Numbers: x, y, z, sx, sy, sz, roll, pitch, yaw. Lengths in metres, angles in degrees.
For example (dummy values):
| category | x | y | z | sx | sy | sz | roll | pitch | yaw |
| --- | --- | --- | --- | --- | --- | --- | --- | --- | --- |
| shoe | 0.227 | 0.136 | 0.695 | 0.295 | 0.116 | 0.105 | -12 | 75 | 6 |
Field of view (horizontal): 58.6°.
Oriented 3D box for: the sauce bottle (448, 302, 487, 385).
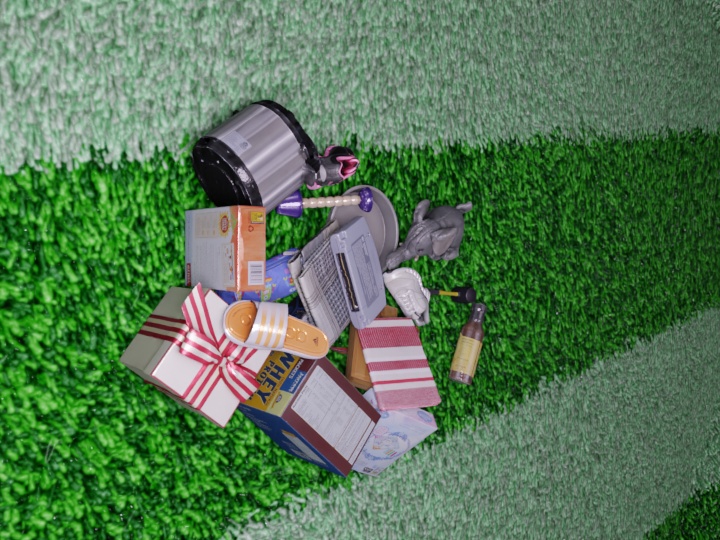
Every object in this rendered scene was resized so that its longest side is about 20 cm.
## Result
| category | x | y | z | sx | sy | sz | roll | pitch | yaw |
| --- | --- | --- | --- | --- | --- | --- | --- | --- | --- |
| sauce bottle | 0.277 | 0.184 | 1.623 | 0.064 | 0.064 | 0.204 | 29 | 73 | -37 |

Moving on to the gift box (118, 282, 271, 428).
| category | x | y | z | sx | sy | sz | roll | pitch | yaw |
| --- | --- | --- | --- | --- | --- | --- | --- | --- | --- |
| gift box | -0.268 | 0.124 | 1.079 | 0.184 | 0.185 | 0.203 | 40 | 68 | -33 |

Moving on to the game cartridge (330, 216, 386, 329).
| category | x | y | z | sx | sy | sz | roll | pitch | yaw |
| --- | --- | --- | --- | --- | --- | --- | --- | --- | --- |
| game cartridge | 0.000 | 0.000 | 1.316 | 0.133 | 0.040 | 0.204 | -39 | 119 | -55 |

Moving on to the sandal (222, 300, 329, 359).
| category | x | y | z | sx | sy | sz | roll | pitch | yaw |
| --- | --- | --- | --- | --- | --- | --- | --- | --- | --- |
| sandal | -0.126 | 0.091 | 1.056 | 0.204 | 0.059 | 0.081 | 18 | 57 | -33 |

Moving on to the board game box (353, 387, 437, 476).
| category | x | y | z | sx | sy | sz | roll | pitch | yaw |
| --- | --- | --- | --- | --- | --- | --- | --- | --- | --- |
| board game box | 0.027 | 0.345 | 1.351 | 0.198 | 0.199 | 0.044 | 30 | 29 | -37 |

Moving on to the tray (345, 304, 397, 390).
| category | x | y | z | sx | sy | sz | roll | pitch | yaw |
| --- | --- | --- | --- | --- | --- | --- | --- | --- | --- |
| tray | 0.025 | 0.154 | 1.346 | 0.097 | 0.037 | 0.203 | 20 | 47 | -17 |

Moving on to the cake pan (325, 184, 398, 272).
| category | x | y | z | sx | sy | sz | roll | pitch | yaw |
| --- | --- | --- | --- | --- | --- | --- | --- | --- | --- |
| cake pan | 0.001 | -0.082 | 1.394 | 0.197 | 0.036 | 0.205 | -2 | 93 | -40 |

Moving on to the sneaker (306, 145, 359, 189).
| category | x | y | z | sx | sy | sz | roll | pitch | yaw |
| --- | --- | --- | --- | --- | --- | --- | --- | --- | --- |
| sneaker | -0.038 | -0.209 | 1.287 | 0.200 | 0.093 | 0.081 | -47 | 129 | -62 |

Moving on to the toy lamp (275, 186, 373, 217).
| category | x | y | z | sx | sy | sz | roll | pitch | yaw |
| --- | --- | --- | --- | --- | --- | --- | --- | --- | --- |
| toy lamp | -0.075 | -0.137 | 1.290 | 0.196 | 0.058 | 0.060 | -4 | 95 | -22 |

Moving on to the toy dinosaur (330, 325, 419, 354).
| category | x | y | z | sx | sy | sz | roll | pitch | yaw |
| --- | --- | --- | --- | --- | --- | --- | --- | --- | --- |
| toy dinosaur | 0.056 | 0.163 | 1.423 | 0.200 | 0.104 | 0.183 | 48 | 46 | -21 |

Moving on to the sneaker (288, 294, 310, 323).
| category | x | y | z | sx | sy | sz | roll | pitch | yaw |
| --- | --- | --- | --- | --- | --- | --- | --- | --- | --- |
| sneaker | -0.097 | 0.081 | 1.288 | 0.078 | 0.075 | 0.201 | 55 | 54 | -31 |

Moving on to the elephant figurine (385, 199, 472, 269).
| category | x | y | z | sx | sy | sz | roll | pitch | yaw |
| --- | --- | --- | --- | --- | --- | --- | --- | --- | --- |
| elephant figurine | 0.154 | -0.080 | 1.425 | 0.199 | 0.139 | 0.159 | -3 | 96 | -64 |

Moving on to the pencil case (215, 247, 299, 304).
| category | x | y | z | sx | sy | sz | roll | pitch | yaw |
| --- | --- | --- | --- | --- | --- | --- | --- | --- | --- |
| pencil case | -0.179 | 0.020 | 1.218 | 0.198 | 0.078 | 0.088 | -25 | 136 | -37 |

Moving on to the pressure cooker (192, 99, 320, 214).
| category | x | y | z | sx | sy | sz | roll | pitch | yaw |
| --- | --- | --- | --- | --- | --- | --- | --- | --- | --- |
| pressure cooker | -0.176 | -0.201 | 1.148 | 0.200 | 0.177 | 0.178 | -44 | 115 | -29 |

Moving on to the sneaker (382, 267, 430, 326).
| category | x | y | z | sx | sy | sz | roll | pitch | yaw |
| --- | --- | --- | --- | --- | --- | --- | --- | --- | --- |
| sneaker | 0.110 | 0.058 | 1.427 | 0.200 | 0.074 | 0.083 | 43 | 36 | -51 |

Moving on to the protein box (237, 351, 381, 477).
| category | x | y | z | sx | sy | sz | roll | pitch | yaw |
| --- | --- | --- | --- | --- | --- | --- | --- | --- | --- |
| protein box | -0.108 | 0.256 | 1.210 | 0.201 | 0.196 | 0.136 | 50 | 61 | -29 |

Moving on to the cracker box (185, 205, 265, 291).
| category | x | y | z | sx | sy | sz | roll | pitch | yaw |
| --- | --- | --- | --- | --- | --- | --- | --- | --- | --- |
| cracker box | -0.233 | -0.037 | 1.092 | 0.057 | 0.198 | 0.137 | -1 | 93 | -40 |

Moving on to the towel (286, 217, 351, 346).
| category | x | y | z | sx | sy | sz | roll | pitch | yaw |
| --- | --- | --- | --- | --- | --- | --- | --- | --- | --- |
| towel | -0.057 | 0.023 | 1.266 | 0.193 | 0.034 | 0.203 | -49 | 126 | -48 |

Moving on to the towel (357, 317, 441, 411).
| category | x | y | z | sx | sy | sz | roll | pitch | yaw |
| --- | --- | --- | --- | --- | --- | --- | --- | --- | --- |
| towel | 0.073 | 0.187 | 1.311 | 0.141 | 0.023 | 0.203 | 2 | 54 | -28 |

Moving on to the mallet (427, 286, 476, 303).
| category | x | y | z | sx | sy | sz | roll | pitch | yaw |
| --- | --- | --- | --- | --- | --- | --- | --- | --- | --- |
| mallet | 0.188 | 0.054 | 1.566 | 0.196 | 0.066 | 0.042 | 6 | 87 | -25 |
